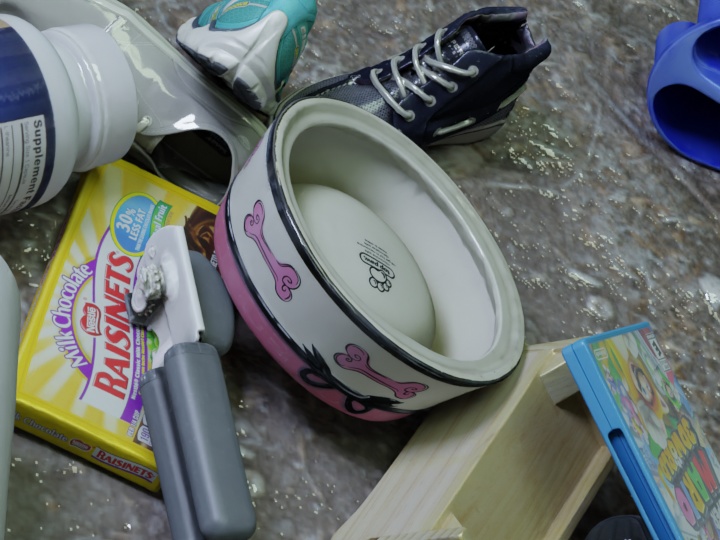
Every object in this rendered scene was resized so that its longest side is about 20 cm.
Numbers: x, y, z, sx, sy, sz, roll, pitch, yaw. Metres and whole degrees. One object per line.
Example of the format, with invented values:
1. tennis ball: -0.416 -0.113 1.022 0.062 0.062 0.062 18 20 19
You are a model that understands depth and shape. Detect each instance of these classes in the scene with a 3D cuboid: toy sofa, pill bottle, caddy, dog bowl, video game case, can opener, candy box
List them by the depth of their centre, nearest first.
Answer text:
1. can opener: -0.086 0.063 1.391 0.066 0.053 0.200 10 52 -31
2. pill bottle: -0.226 -0.081 1.413 0.200 0.111 0.111 -16 64 -38
3. candy box: -0.133 0.024 1.448 0.102 0.026 0.200 24 46 -10
4. toy sofa: 0.075 0.128 1.459 0.083 0.098 0.200 61 40 -21
5. video game case: 0.184 0.126 1.459 0.200 0.018 0.143 64 20 7
6. dog bowl: 0.000 0.000 1.482 0.200 0.074 0.200 36 32 -26
7. caddy: 0.291 -0.124 1.748 0.200 0.141 0.105 19 44 -16

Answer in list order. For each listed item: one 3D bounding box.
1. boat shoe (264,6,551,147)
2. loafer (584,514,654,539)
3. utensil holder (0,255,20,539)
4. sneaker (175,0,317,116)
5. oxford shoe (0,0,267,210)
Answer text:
1. boat shoe: 0.031 -0.118 1.617 0.200 0.093 0.075 -20 67 -41
2. loafer: 0.153 0.235 1.407 0.070 0.068 0.201 30 52 -55
3. utensil holder: -0.247 0.086 1.228 0.170 0.170 0.200 18 46 -18
4. sneaker: -0.058 -0.141 1.538 0.077 0.080 0.200 41 0 -10
5. oxford shoe: -0.140 -0.105 1.517 0.200 0.075 0.058 36 41 -8
